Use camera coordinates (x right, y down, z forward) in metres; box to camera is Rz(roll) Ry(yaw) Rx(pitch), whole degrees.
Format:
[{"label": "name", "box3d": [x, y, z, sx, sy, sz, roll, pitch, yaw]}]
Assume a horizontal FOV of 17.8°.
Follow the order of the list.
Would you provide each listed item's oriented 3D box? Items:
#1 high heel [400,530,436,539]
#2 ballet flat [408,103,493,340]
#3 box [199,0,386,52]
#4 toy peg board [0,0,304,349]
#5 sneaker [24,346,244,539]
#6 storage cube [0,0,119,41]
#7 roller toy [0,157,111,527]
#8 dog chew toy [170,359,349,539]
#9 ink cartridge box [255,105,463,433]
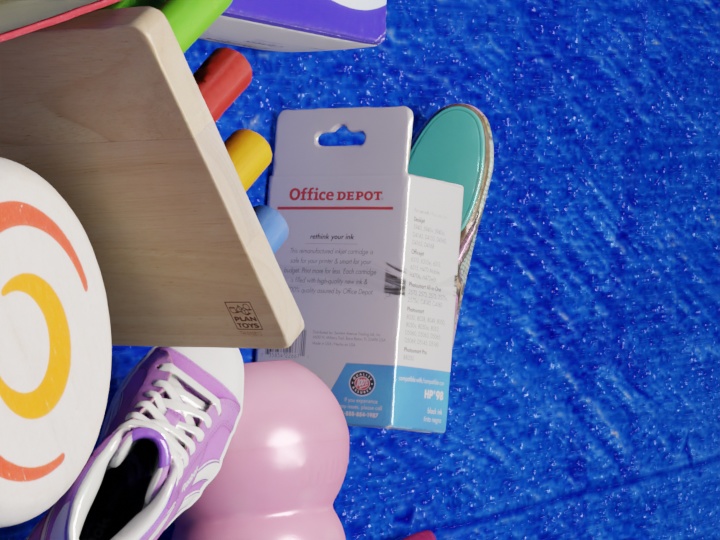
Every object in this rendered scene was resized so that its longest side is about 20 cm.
[{"label": "high heel", "box3d": [0.068, 0.280, 1.585, 0.096, 0.067, 0.201, -40, 106, -35]}, {"label": "ballet flat", "box3d": [0.052, -0.014, 1.596, 0.071, 0.069, 0.201, 34, 67, -68]}, {"label": "box", "box3d": [-0.070, -0.241, 1.384, 0.184, 0.105, 0.201, 4, 89, -53]}, {"label": "toy peg board", "box3d": [-0.127, -0.067, 1.235, 0.098, 0.199, 0.200, -52, 129, -40]}, {"label": "sneaker", "box3d": [-0.106, 0.094, 1.243, 0.072, 0.114, 0.201, 32, 55, -4]}, {"label": "storage cube", "box3d": [-0.216, -0.205, 1.129, 0.200, 0.179, 0.172, -28, 113, -48]}, {"label": "roller toy", "box3d": [-0.224, 0.038, 1.159, 0.200, 0.139, 0.183, 38, 54, -56]}, {"label": "dog chew toy", "box3d": [-0.062, 0.157, 1.378, 0.124, 0.124, 0.201, 0, 82, -53]}, {"label": "ink cartridge box", "box3d": [0.000, 0.000, 1.476, 0.067, 0.115, 0.201, 10, 83, -52]}]
